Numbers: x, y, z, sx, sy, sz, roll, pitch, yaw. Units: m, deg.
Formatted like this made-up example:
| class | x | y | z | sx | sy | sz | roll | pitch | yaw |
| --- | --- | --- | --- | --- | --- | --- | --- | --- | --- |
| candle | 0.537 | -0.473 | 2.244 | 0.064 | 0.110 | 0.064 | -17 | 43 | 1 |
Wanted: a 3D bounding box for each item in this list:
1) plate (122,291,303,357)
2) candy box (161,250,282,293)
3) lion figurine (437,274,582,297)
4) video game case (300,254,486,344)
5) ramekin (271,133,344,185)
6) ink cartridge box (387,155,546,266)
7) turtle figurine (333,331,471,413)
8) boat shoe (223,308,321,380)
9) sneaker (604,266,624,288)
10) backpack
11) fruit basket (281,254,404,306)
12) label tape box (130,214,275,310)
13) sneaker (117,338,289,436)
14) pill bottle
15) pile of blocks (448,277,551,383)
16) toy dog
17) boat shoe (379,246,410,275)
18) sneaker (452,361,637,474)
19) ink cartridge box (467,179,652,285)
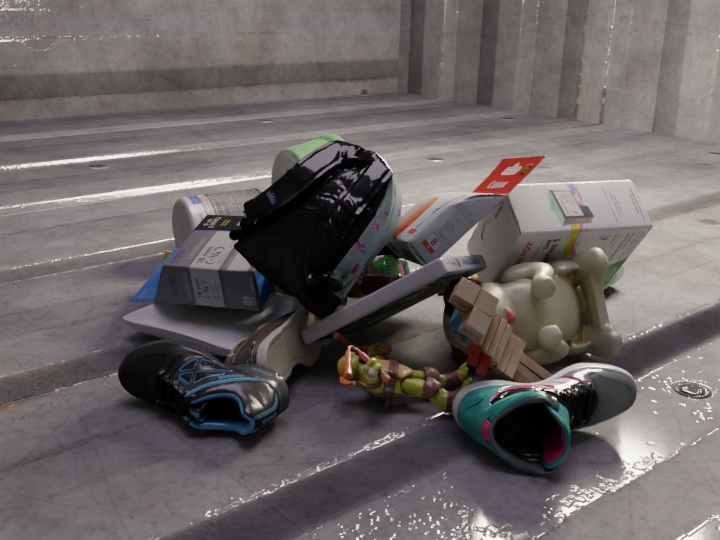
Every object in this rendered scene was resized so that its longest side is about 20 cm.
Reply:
| class | x | y | z | sx | sy | sz | roll | pitch | yaw |
| --- | --- | --- | --- | --- | --- | --- | --- | --- | --- |
| plate | -0.180 | 0.067 | 1.193 | 0.198 | 0.033 | 0.199 | 12 | 21 | 29 |
| candy box | -0.188 | 0.006 | 1.330 | 0.198 | 0.027 | 0.102 | 11 | -5 | 26 |
| lion figurine | 0.221 | 0.034 | 1.274 | 0.198 | 0.073 | 0.122 | -12 | 23 | -30 |
| video game case | 0.046 | 0.034 | 1.104 | 0.199 | 0.022 | 0.182 | -28 | -8 | 21 |
| ramekin | -0.078 | -0.131 | 1.560 | 0.097 | 0.202 | 0.200 | -15 | 24 | -27 |
| ink cartridge box | 0.125 | -0.091 | 1.132 | 0.200 | 0.050 | 0.162 | -45 | 11 | -3 |
| turtle figurine | 0.040 | 0.122 | 0.990 | 0.160 | 0.065 | 0.200 | 12 | 1 | 0 |
| boat shoe | -0.099 | 0.092 | 1.066 | 0.059 | 0.073 | 0.200 | -9 | 8 | 18 |
| sneaker | 0.315 | -0.013 | 1.431 | 0.198 | 0.077 | 0.092 | 11 | 24 | 30 |
| backpack | -0.039 | -0.059 | 1.098 | 0.166 | 0.201 | 0.127 | 35 | -11 | 19 |
| fruit basket | 0.000 | 0.000 | 1.222 | 0.198 | 0.095 | 0.185 | -3 | -3 | 18 |
| label tape box | -0.205 | -0.016 | 1.225 | 0.198 | 0.064 | 0.145 | 3 | 33 | 17 |
| sneaker | -0.179 | 0.125 | 0.949 | 0.198 | 0.074 | 0.082 | 7 | 20 | 18 |
| pill bottle | -0.205 | -0.077 | 1.496 | 0.198 | 0.115 | 0.114 | -10 | 21 | -29 |
| pile of blocks | 0.134 | 0.092 | 0.973 | 0.082 | 0.200 | 0.062 | 2 | 53 | 41 |
| toy dog | 0.197 | 0.050 | 1.123 | 0.198 | 0.141 | 0.193 | -8 | 7 | -29 |
| boat shoe | 0.039 | -0.019 | 1.433 | 0.074 | 0.063 | 0.200 | -2 | 18 | -6 |
| sneaker | 0.202 | 0.146 | 0.900 | 0.198 | 0.085 | 0.121 | -8 | 14 | -6 |
| ink cartridge box | 0.264 | -0.044 | 1.203 | 0.198 | 0.145 | 0.085 | -4 | 57 | -18 |
